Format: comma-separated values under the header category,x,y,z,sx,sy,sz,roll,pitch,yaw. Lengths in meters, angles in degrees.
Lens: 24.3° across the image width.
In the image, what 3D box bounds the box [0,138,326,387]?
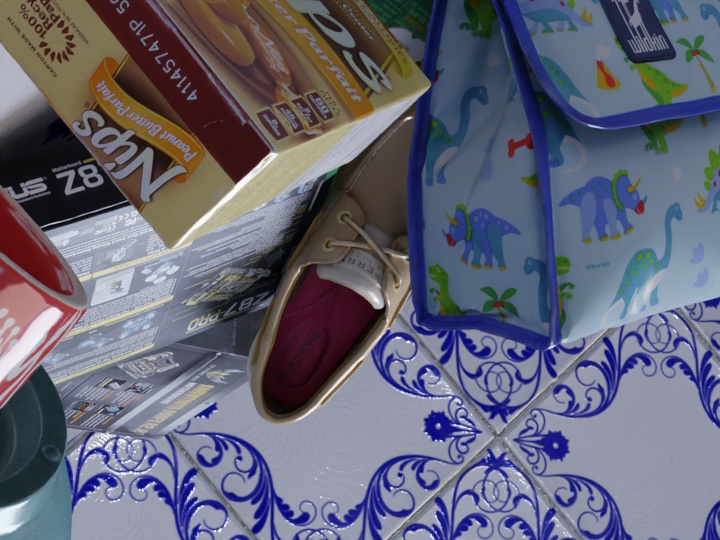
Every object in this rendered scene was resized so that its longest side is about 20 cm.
category,x,y,z,sx,sy,sz,roll,pitch,yaw
box,-0.118,-0.010,0.846,0.199,0.049,0.162,-21,153,-30

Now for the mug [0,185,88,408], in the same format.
category,x,y,z,sx,sy,sz,roll,pitch,yaw
mug,-0.211,0.032,0.579,0.200,0.178,0.133,-44,142,3

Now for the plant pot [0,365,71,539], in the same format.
category,x,y,z,sx,sy,sz,roll,pitch,yaw
plant pot,-0.208,0.096,0.732,0.135,0.200,0.200,-53,172,31

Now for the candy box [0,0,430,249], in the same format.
category,x,y,z,sx,sy,sz,roll,pitch,yaw
candy box,-0.051,-0.085,0.612,0.055,0.116,0.200,-39,179,21

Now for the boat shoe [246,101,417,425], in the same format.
category,x,y,z,sx,sy,sz,roll,pitch,yaw
boat shoe,0.000,0.000,0.896,0.201,0.073,0.069,-62,-175,17

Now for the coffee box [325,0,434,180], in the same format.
category,x,y,z,sx,sy,sz,roll,pitch,yaw
coffee box,-0.017,-0.108,0.885,0.199,0.044,0.123,-35,151,21

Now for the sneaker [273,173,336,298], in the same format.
category,x,y,z,sx,sy,sz,roll,pitch,yaw
sneaker,0.032,-0.050,0.953,0.145,0.077,0.205,3,-108,39

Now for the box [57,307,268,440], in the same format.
category,x,y,z,sx,sy,sz,roll,pitch,yaw
box,-0.162,0.052,1.065,0.157,0.049,0.200,11,156,-26

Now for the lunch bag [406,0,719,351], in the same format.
category,x,y,z,sx,sy,sz,roll,pitch,yaw
lunch bag,0.117,-0.076,0.856,0.169,0.203,0.127,-12,-168,-40
